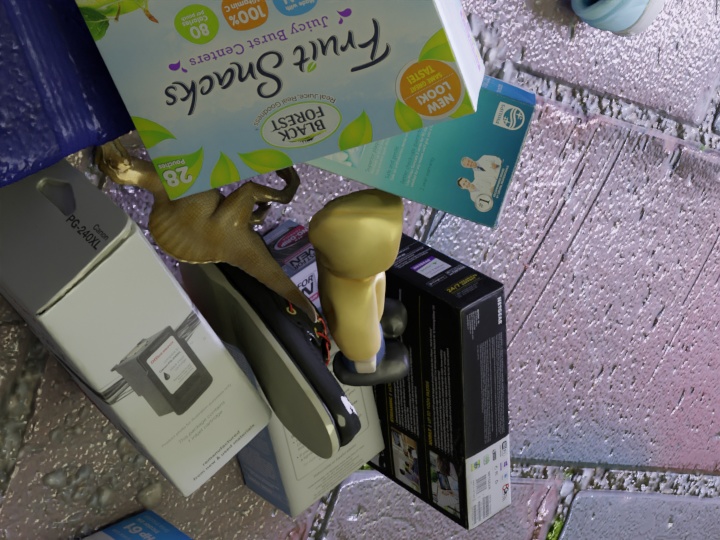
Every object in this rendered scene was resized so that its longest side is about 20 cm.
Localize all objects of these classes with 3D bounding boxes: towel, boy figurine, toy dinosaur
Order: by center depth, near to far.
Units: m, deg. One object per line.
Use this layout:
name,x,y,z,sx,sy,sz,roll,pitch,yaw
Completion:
towel,-0.211,-0.130,1.082,0.199,0.049,0.149,-29,105,-32
toy dinosaur,-0.088,-0.033,1.197,0.101,0.200,0.058,-43,165,-37
boy figurine,0.000,0.000,1.220,0.064,0.125,0.200,-3,150,0

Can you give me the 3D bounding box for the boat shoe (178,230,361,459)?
boat shoe,-0.050,0.042,1.189,0.063,0.202,0.074,-21,134,-20

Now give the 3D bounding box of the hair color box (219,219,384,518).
hair color box,-0.051,0.075,1.354,0.099,0.060,0.201,-35,132,-28

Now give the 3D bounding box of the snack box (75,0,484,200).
snack box,-0.049,-0.148,1.045,0.068,0.199,0.170,-73,145,-57

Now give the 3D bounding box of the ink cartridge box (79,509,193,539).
ink cartridge box,-0.205,0.278,1.286,0.199,0.084,0.146,-21,123,-39

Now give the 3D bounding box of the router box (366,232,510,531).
router box,0.046,0.078,1.387,0.051,0.149,0.201,-26,127,-33

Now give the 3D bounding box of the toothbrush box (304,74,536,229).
toothbrush box,0.009,-0.105,1.187,0.146,0.199,0.086,-55,163,-79

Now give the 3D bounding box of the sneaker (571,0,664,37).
sneaker,0.221,-0.283,1.434,0.082,0.074,0.201,-1,110,-48

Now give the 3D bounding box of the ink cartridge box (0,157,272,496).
ink cartridge box,-0.160,0.028,1.153,0.083,0.145,0.200,-42,135,-11
